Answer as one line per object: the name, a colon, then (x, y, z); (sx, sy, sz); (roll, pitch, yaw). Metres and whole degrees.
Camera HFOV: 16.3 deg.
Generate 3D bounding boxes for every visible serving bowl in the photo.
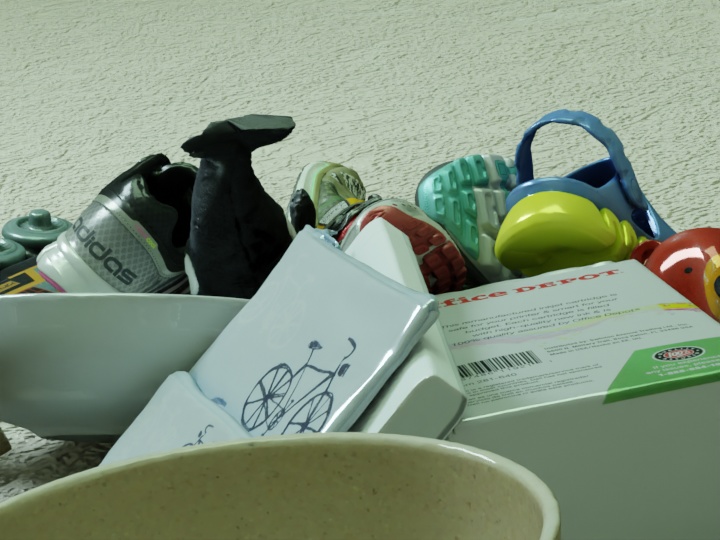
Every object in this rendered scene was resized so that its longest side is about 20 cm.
serving bowl: (-0.120, 0.053, 1.281); (0.198, 0.066, 0.200); (0, -7, 0)

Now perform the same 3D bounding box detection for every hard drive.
hard drive: (-0.013, 0.063, 1.122); (0.027, 0.132, 0.200); (35, 12, -16)

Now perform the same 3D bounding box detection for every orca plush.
orca plush: (-0.045, -0.004, 1.369); (0.105, 0.201, 0.071); (-30, 58, -32)

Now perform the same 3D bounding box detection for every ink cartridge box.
ink cartridge box: (0.091, 0.066, 1.143); (0.144, 0.085, 0.200); (-10, 15, -9)

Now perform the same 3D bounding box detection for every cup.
cup: (-0.032, 0.149, 0.764); (0.199, 0.144, 0.200); (-6, 14, 1)

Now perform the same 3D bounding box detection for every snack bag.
snack bag: (-0.057, 0.068, 1.106); (0.200, 0.021, 0.188); (-50, 20, -4)

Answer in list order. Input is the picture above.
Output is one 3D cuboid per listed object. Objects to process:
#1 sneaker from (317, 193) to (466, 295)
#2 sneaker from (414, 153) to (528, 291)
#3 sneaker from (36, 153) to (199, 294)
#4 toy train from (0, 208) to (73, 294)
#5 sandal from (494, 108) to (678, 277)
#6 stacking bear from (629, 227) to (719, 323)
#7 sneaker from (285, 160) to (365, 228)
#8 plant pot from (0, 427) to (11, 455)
sneaker: (0.000, 0.000, 1.302); (0.078, 0.082, 0.200); (-30, -11, -11)
sneaker: (0.069, -0.004, 1.380); (0.091, 0.078, 0.200); (-12, -23, 26)
sneaker: (-0.106, -0.020, 1.428); (0.087, 0.074, 0.200); (-46, -12, 15)
toy train: (-0.192, 0.024, 1.471); (0.113, 0.086, 0.200); (16, 20, 25)
sandal: (0.137, -0.023, 1.338); (0.079, 0.088, 0.200); (-13, -26, 24)
stacking bear: (0.237, 0.007, 1.258); (0.198, 0.122, 0.114); (-8, -5, -2)
sneaker: (-0.005, -0.010, 1.554); (0.088, 0.077, 0.200); (8, 22, 6)
plant pot: (-0.293, 0.069, 1.151); (0.200, 0.187, 0.186); (-38, 22, -10)
